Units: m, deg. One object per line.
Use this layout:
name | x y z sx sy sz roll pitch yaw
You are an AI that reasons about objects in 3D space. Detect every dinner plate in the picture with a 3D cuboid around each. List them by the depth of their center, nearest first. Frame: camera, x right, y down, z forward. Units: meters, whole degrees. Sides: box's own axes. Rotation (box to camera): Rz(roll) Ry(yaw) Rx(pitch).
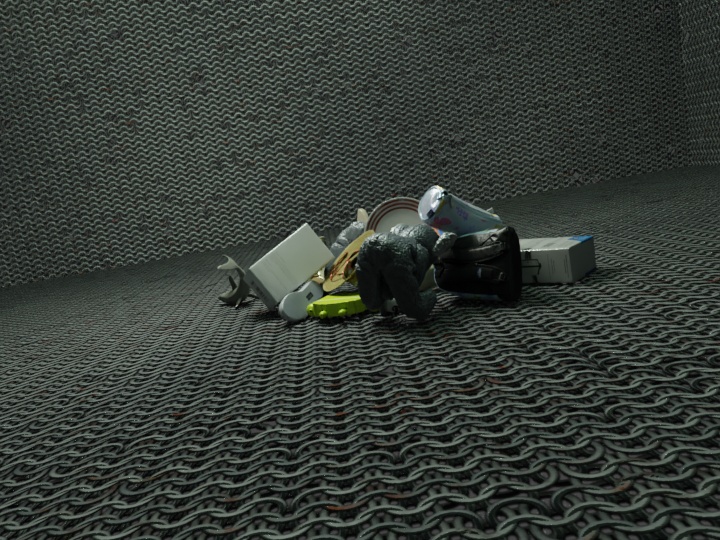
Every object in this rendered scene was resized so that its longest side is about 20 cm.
dinner plate | 0.109 -0.089 1.625 0.199 0.201 0.024 -10 -9 1

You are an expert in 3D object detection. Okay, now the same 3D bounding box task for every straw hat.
straw hat | 0.000 0.000 1.573 0.201 0.085 0.201 -45 17 18

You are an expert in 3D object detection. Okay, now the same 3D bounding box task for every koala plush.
koala plush | 0.103 -0.031 1.336 0.177 0.184 0.200 12 40 38
koala plush | 0.029 -0.032 1.752 0.177 0.185 0.200 11 0 36

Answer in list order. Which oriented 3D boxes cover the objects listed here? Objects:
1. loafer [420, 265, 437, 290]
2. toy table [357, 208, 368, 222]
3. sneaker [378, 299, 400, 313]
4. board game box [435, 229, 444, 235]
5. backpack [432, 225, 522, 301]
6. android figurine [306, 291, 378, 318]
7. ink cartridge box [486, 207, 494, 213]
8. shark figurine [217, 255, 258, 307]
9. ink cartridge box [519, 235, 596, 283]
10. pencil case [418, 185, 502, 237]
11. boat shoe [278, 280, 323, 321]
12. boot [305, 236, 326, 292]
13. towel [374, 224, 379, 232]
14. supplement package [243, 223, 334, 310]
loafer | 0.131 0.028 1.544 0.199 0.076 0.068 -19 10 4
toy table | 0.032 -0.114 2.207 0.117 0.185 0.200 19 14 38
sneaker | 0.094 0.016 1.465 0.088 0.074 0.201 -2 50 11
board game box | 0.253 -0.055 1.531 0.103 0.201 0.019 -35 -39 18
backpack | 0.255 -0.007 1.394 0.199 0.164 0.154 -6 -7 31
android figurine | -0.036 0.080 1.481 0.181 0.041 0.200 -6 7 16
ink cartridge box | 0.299 -0.088 1.763 0.200 0.068 0.116 -32 -10 11
shark figurine | -0.345 0.055 1.777 0.128 0.215 0.090 18 52 0
ink cartridge box | 0.429 -0.025 1.491 0.199 0.085 0.146 -2 12 42
pencil case | 0.227 -0.121 1.435 0.199 0.091 0.083 22 37 -29
boat shoe | -0.157 0.081 1.544 0.066 0.070 0.200 -33 8 26
boot | -0.126 -0.015 1.788 0.072 0.155 0.200 -8 9 12
towel | 0.113 -0.055 1.717 0.024 0.145 0.200 -22 -11 32
supplement package | -0.186 -0.007 1.639 0.200 0.117 0.117 -40 0 -23
